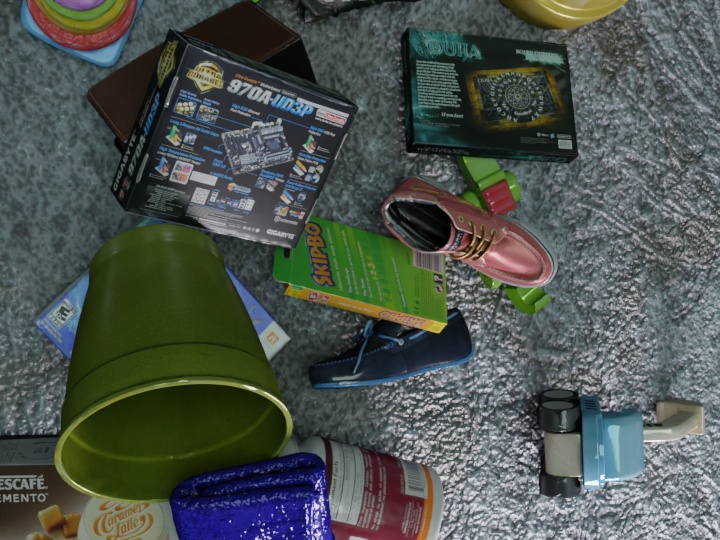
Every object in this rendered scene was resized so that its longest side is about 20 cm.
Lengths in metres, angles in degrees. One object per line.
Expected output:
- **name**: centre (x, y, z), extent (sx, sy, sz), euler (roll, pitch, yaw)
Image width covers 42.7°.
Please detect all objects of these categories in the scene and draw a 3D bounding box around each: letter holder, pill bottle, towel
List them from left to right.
- **letter holder**: centre (-0.157, -0.169, 0.930), extent (0.198, 0.142, 0.102), euler (-33, 134, -13)
- **towel**: centre (-0.094, 0.258, 0.864), extent (0.144, 0.050, 0.203), euler (-11, 133, -9)
- **pill bottle**: centre (-0.020, 0.245, 0.983), extent (0.196, 0.114, 0.117), euler (17, 90, -16)

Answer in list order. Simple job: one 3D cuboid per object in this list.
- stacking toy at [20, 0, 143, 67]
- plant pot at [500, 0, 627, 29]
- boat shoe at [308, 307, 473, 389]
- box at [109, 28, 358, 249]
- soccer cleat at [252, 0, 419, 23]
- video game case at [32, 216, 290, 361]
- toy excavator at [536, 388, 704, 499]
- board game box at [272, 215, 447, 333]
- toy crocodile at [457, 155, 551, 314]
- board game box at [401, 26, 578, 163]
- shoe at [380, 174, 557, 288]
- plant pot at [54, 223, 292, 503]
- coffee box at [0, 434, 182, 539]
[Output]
- **stacking toy**: centre (-0.254, -0.265, 0.832), extent (0.108, 0.200, 0.118), euler (23, 89, -16)
- **plant pot**: centre (0.246, -0.373, 0.970), extent (0.196, 0.189, 0.206), euler (-1, 95, -14)
- **boat shoe**: centre (0.029, 0.084, 1.013), extent (0.197, 0.084, 0.070), euler (-10, 90, -31)
- **box**: centre (-0.115, -0.115, 0.864), extent (0.197, 0.046, 0.161), euler (11, 112, -40)
- **soccer cleat**: centre (-0.024, -0.299, 0.969), extent (0.196, 0.068, 0.083), euler (6, 113, -21)
- **video game case**: centre (-0.201, 0.060, 0.954), extent (0.181, 0.045, 0.201), euler (-44, 104, -9)
- **toy excavator**: centre (0.306, 0.193, 1.069), extent (0.195, 0.194, 0.102), euler (0, 95, 13)
- **board game box**: centre (0.000, 0.000, 0.988), extent (0.196, 0.030, 0.097), euler (17, 51, -18)
- **toy crocodile**: centre (0.160, -0.047, 1.037), extent (0.066, 0.062, 0.204), euler (-21, 99, -13)
- **board game box**: centre (0.143, -0.193, 1.018), extent (0.195, 0.028, 0.139), euler (2, 75, -16)
- **shoe**: centre (0.114, -0.032, 0.975), extent (0.197, 0.091, 0.072), euler (30, 113, 7)
- **plant pot**: centre (-0.173, 0.071, 0.825), extent (0.196, 0.202, 0.196), euler (-4, 53, -15)
- **coffee box**: centre (-0.268, 0.226, 0.905), extent (0.195, 0.080, 0.117), euler (1, 102, -5)
